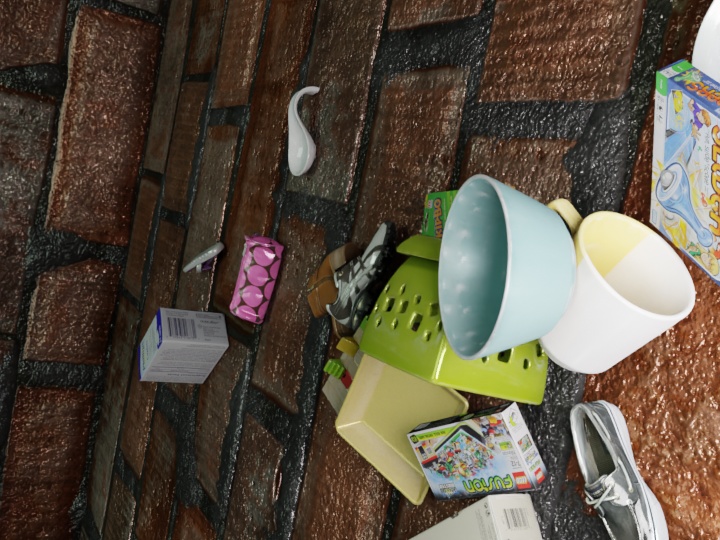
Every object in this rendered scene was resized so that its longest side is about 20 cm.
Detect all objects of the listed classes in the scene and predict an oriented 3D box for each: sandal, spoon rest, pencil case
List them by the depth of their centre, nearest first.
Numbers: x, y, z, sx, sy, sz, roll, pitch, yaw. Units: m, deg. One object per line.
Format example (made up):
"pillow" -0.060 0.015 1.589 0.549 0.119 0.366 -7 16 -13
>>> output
"spoon rest" -0.132 -0.310 1.745 0.099 0.060 0.205 -9 74 58
"pencil case" -0.245 0.020 1.821 0.091 0.092 0.204 34 113 56
"sandal" -0.433 -0.021 2.183 0.050 0.082 0.201 53 144 -10

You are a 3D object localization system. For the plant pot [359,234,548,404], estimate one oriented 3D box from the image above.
"plant pot" 0.141 0.059 1.077 0.199 0.196 0.185 16 90 59

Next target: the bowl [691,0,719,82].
"bowl" 0.429 -0.209 0.753 0.200 0.089 0.206 -22 64 56

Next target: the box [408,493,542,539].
"box" 0.153 0.373 1.083 0.200 0.081 0.069 -45 47 43

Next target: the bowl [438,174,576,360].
"bowl" 0.167 0.000 0.879 0.200 0.103 0.205 -176 90 -75

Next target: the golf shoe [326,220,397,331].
"golf shoe" 0.000 0.000 1.386 0.093 0.078 0.203 21 88 17

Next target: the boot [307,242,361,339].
"boot" -0.056 0.061 1.509 0.155 0.076 0.204 -37 50 48

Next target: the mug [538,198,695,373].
"mug" 0.276 0.026 0.922 0.154 0.147 0.189 119 158 -44

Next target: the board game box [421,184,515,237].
"board game box" 0.162 -0.078 1.229 0.199 0.030 0.098 2 84 57

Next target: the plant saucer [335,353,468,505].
"plant saucer" 0.070 0.225 1.240 0.199 0.048 0.203 37 116 31

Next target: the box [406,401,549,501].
"box" 0.158 0.255 1.091 0.199 0.034 0.112 -28 87 50

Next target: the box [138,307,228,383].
"box" -0.467 0.200 2.059 0.201 0.181 0.106 -50 44 40

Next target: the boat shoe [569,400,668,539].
"boat shoe" 0.284 0.248 0.902 0.072 0.070 0.203 -47 45 43

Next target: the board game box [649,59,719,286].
"board game box" 0.351 -0.093 0.797 0.136 0.034 0.202 -120 9 -47

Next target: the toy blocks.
"toy blocks" 0.015 0.200 1.359 0.137 0.099 0.202 51 123 36
